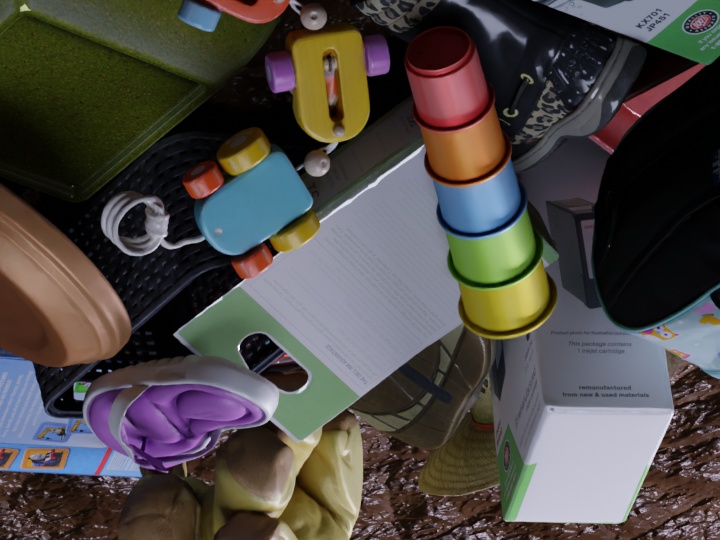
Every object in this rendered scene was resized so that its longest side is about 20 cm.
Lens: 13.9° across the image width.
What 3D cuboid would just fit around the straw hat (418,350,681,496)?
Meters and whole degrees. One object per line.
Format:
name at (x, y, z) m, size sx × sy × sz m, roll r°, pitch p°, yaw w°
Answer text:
straw hat at (0.108, 0.062, 1.973) m, size 0.200 × 0.201 × 0.085 m, roll -23°, pitch 104°, yaw 23°

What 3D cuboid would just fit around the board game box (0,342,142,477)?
board game box at (-0.218, 0.087, 2.005) m, size 0.199 × 0.037 × 0.152 m, roll 4°, pitch 146°, yaw -19°

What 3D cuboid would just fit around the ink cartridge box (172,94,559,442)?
ink cartridge box at (0.000, 0.000, 1.745) m, size 0.199 × 0.048 × 0.146 m, roll -35°, pitch 136°, yaw 11°

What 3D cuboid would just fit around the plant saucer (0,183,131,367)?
plant saucer at (-0.224, -0.006, 1.717) m, size 0.199 × 0.038 × 0.200 m, roll 30°, pitch 160°, yaw 13°

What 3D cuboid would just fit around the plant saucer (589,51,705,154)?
plant saucer at (0.263, -0.104, 1.807) m, size 0.199 × 0.037 × 0.200 m, roll -27°, pitch 142°, yaw 28°

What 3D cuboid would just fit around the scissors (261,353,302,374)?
scissors at (0.021, 0.048, 1.960) m, size 0.199 × 0.014 × 0.073 m, roll -6°, pitch 167°, yaw -25°

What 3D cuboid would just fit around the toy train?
toy train at (-0.070, -0.099, 1.651) m, size 0.149 × 0.056 × 0.201 m, roll 16°, pitch 102°, yaw -19°

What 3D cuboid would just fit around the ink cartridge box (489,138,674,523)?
ink cartridge box at (0.131, 0.036, 1.846) m, size 0.083 × 0.201 × 0.146 m, roll 1°, pitch 147°, yaw -8°

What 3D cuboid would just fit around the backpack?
backpack at (0.232, -0.034, 1.714) m, size 0.153 × 0.177 × 0.200 m, roll 26°, pitch 139°, yaw -35°

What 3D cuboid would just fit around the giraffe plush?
giraffe plush at (-0.090, 0.170, 1.983) m, size 0.161 × 0.173 × 0.200 m, roll -2°, pitch 139°, yaw 25°

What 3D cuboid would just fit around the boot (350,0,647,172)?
boot at (0.063, -0.130, 1.695) m, size 0.153 × 0.074 × 0.203 m, roll 31°, pitch 166°, yaw -12°

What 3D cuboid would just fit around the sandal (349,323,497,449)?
sandal at (0.046, 0.059, 1.906) m, size 0.080 × 0.054 × 0.200 m, roll 37°, pitch 149°, yaw 0°

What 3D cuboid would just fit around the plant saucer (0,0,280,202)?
plant saucer at (-0.178, -0.110, 1.694) m, size 0.199 × 0.048 × 0.199 m, roll 20°, pitch 138°, yaw -36°

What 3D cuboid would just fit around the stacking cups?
stacking cups at (0.068, -0.052, 1.660) m, size 0.060 × 0.061 × 0.201 m, roll -10°, pitch 132°, yaw 4°

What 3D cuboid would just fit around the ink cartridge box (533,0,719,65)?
ink cartridge box at (0.149, -0.205, 1.579) m, size 0.199 × 0.084 × 0.147 m, roll 16°, pitch 140°, yaw -31°

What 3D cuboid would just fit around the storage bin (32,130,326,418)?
storage bin at (-0.108, 0.007, 1.825) m, size 0.135 × 0.094 × 0.200 m, roll 4°, pitch 149°, yaw -41°

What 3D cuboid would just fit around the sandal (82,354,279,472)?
sandal at (-0.118, 0.092, 1.766) m, size 0.082 × 0.050 × 0.202 m, roll 28°, pitch 156°, yaw -16°

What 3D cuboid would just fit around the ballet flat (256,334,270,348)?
ballet flat at (0.002, -0.006, 1.869) m, size 0.199 × 0.074 × 0.073 m, roll -18°, pitch 148°, yaw 35°
